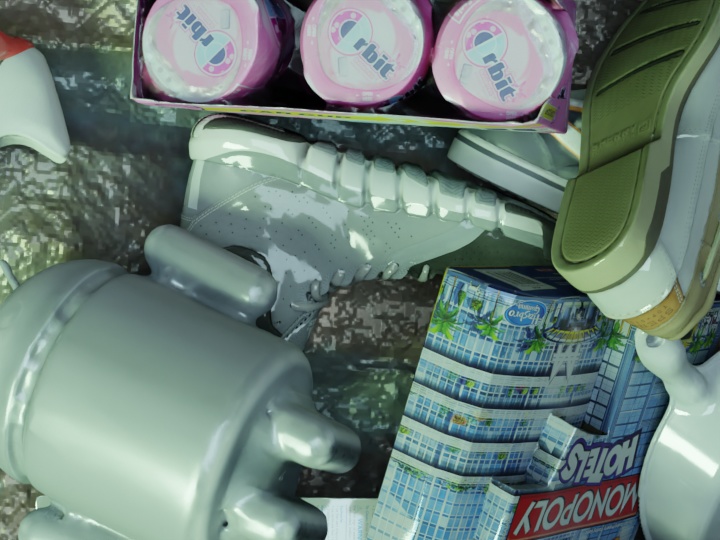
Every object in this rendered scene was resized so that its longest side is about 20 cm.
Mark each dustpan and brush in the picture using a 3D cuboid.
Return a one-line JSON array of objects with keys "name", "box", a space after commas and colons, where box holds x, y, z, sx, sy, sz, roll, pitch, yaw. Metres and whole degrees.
[{"name": "dustpan and brush", "box": [0.175, 0.072, 0.893, 0.057, 0.200, 0.140, 38, 85, 27]}]

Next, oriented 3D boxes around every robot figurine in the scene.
[{"name": "robot figurine", "box": [-0.101, 0.066, 0.853, 0.198, 0.113, 0.171, 24, 83, 17]}]

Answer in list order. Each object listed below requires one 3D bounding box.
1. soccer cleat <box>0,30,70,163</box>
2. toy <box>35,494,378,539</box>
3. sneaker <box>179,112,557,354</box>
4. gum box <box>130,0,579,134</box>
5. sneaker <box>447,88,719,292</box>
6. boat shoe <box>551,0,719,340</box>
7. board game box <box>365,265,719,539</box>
[{"name": "soccer cleat", "box": [-0.235, -0.046, 0.869, 0.199, 0.069, 0.086, -29, 92, -10]}, {"name": "toy", "box": [-0.063, 0.167, 0.913, 0.198, 0.047, 0.117, 1, 96, -4]}, {"name": "sneaker", "box": [0.000, 0.000, 0.906, 0.198, 0.075, 0.117, 16, 96, 2]}, {"name": "gum box", "box": [0.006, -0.102, 0.842, 0.198, 0.113, 0.067, 5, 94, 13]}, {"name": "sneaker", "box": [0.148, -0.047, 0.914, 0.198, 0.078, 0.080, 26, 95, -7]}, {"name": "boat shoe", "box": [0.146, -0.058, 0.839, 0.068, 0.074, 0.201, 41, 56, -26]}, {"name": "board game box", "box": [0.088, 0.101, 0.878, 0.061, 0.199, 0.202, 22, 103, 33]}]
